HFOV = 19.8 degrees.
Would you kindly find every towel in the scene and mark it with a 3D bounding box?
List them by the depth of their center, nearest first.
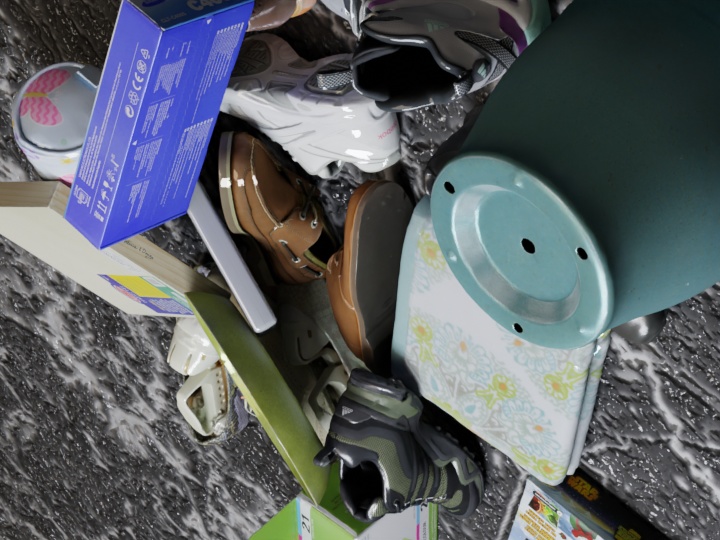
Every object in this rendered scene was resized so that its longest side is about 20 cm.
[{"bbox_3d":[0.103,0.053,1.538,0.171,0.048,0.200,33,144,23],"label":"towel"}]

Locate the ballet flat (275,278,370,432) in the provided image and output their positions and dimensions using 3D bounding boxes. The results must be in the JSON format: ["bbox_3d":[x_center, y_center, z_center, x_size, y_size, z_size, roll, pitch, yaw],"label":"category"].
[{"bbox_3d":[-0.026,0.076,1.705,0.067,0.062,0.200,-13,111,55],"label":"ballet flat"}]

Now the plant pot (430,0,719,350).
[{"bbox_3d":[0.148,-0.058,1.235,0.200,0.188,0.200,33,144,28],"label":"plant pot"}]

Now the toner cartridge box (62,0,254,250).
[{"bbox_3d":[-0.145,-0.114,1.474,0.043,0.095,0.200,39,130,21],"label":"toner cartridge box"}]

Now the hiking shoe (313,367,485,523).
[{"bbox_3d":[0.026,0.160,1.648,0.076,0.101,0.200,24,164,43],"label":"hiking shoe"}]

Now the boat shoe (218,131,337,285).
[{"bbox_3d":[-0.061,-0.051,1.588,0.068,0.072,0.200,0,158,10],"label":"boat shoe"}]

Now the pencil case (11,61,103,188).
[{"bbox_3d":[-0.217,-0.093,1.665,0.083,0.091,0.200,55,175,20],"label":"pencil case"}]

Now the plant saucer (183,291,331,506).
[{"bbox_3d":[-0.076,0.095,1.644,0.200,0.031,0.200,58,174,10],"label":"plant saucer"}]

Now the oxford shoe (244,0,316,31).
[{"bbox_3d":[-0.125,-0.220,1.525,0.200,0.073,0.071,19,135,41],"label":"oxford shoe"}]

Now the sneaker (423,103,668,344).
[{"bbox_3d":[0.121,-0.017,1.401,0.200,0.091,0.076,44,145,10],"label":"sneaker"}]

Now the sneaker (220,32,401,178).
[{"bbox_3d":[-0.051,-0.113,1.539,0.200,0.078,0.100,19,139,42],"label":"sneaker"}]

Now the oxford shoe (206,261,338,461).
[{"bbox_3d":[-0.076,0.080,1.759,0.200,0.074,0.071,53,151,0],"label":"oxford shoe"}]

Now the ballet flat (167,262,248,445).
[{"bbox_3d":[-0.138,0.085,1.851,0.072,0.072,0.201,30,142,31],"label":"ballet flat"}]

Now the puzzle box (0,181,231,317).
[{"bbox_3d":[-0.218,-0.016,1.703,0.133,0.025,0.200,2,154,46],"label":"puzzle box"}]

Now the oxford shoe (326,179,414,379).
[{"bbox_3d":[0.000,0.000,1.592,0.071,0.071,0.200,37,147,29],"label":"oxford shoe"}]

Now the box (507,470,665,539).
[{"bbox_3d":[0.204,0.249,1.608,0.200,0.040,0.137,38,145,20],"label":"box"}]

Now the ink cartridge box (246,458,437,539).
[{"bbox_3d":[-0.027,0.256,1.753,0.076,0.200,0.148,31,143,29],"label":"ink cartridge box"}]

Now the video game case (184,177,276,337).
[{"bbox_3d":[-0.122,-0.039,1.650,0.200,0.022,0.182,60,176,1],"label":"video game case"}]

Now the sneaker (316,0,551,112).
[{"bbox_3d":[0.011,-0.156,1.352,0.200,0.140,0.078,17,135,42],"label":"sneaker"}]
